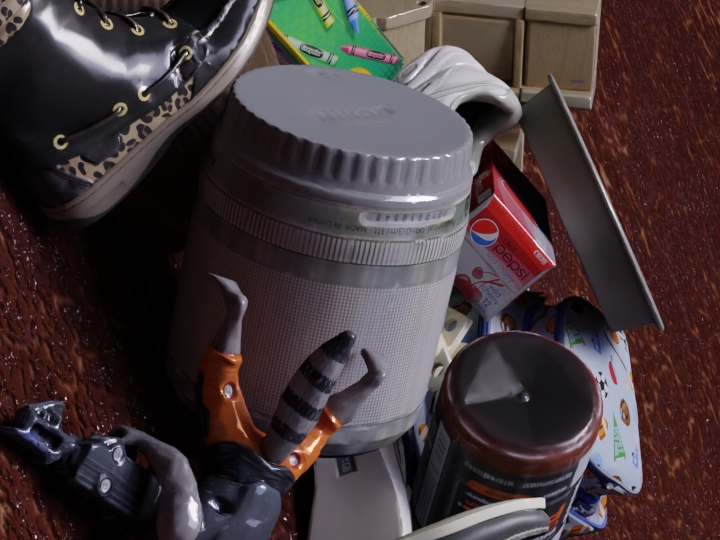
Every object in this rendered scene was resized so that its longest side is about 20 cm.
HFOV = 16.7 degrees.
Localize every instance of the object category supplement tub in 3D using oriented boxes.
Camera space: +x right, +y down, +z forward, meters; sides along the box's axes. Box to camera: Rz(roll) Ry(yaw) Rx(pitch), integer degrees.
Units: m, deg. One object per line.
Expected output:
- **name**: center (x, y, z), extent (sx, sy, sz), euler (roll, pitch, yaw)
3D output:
- **supplement tub**: center (0.090, 0.137, 1.611), extent (0.200, 0.107, 0.107), euler (102, -11, -50)

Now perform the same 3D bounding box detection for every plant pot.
- **plant pot**: center (-0.112, -0.121, 1.527), extent (0.201, 0.092, 0.201), euler (49, 28, -38)

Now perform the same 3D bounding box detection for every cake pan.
- **cake pan**: center (0.161, -0.042, 1.751), extent (0.200, 0.037, 0.201), euler (-24, 90, -85)

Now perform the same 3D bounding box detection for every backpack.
- **backpack**: center (0.112, 0.099, 1.785), extent (0.190, 0.154, 0.201), euler (26, 48, -48)

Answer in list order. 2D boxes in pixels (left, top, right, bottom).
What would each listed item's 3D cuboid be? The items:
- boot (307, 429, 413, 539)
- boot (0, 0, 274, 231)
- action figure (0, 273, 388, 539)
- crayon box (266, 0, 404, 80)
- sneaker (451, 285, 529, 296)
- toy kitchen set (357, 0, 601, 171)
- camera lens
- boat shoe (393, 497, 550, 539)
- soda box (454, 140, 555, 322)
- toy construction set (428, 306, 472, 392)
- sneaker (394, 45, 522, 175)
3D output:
- **boot**: center (0.010, 0.149, 1.589), extent (0.090, 0.073, 0.201), euler (43, 37, -55)
- **boot**: center (-0.149, -0.141, 1.386), extent (0.151, 0.200, 0.073), euler (48, -15, -31)
- **action figure**: center (-0.085, 0.104, 1.314), extent (0.200, 0.104, 0.194), euler (29, 82, -40)
- **crayon box**: center (-0.069, -0.187, 1.635), extent (0.058, 0.119, 0.200), euler (-56, 140, -9)
- **sneaker**: center (0.059, -0.003, 1.836), extent (0.200, 0.080, 0.071), euler (16, 58, -62)
- **toy kitchen set**: center (0.068, -0.107, 1.827), extent (0.181, 0.199, 0.164), euler (-71, 164, -58)
- **camera lens**: center (-0.025, -0.002, 1.444), extent (0.160, 0.159, 0.201), euler (-51, 156, -65)
- **boat shoe**: center (0.030, 0.192, 1.474), extent (0.068, 0.199, 0.072), euler (65, -20, 6)
- **soda box**: center (0.090, -0.033, 1.722), extent (0.070, 0.063, 0.200), euler (48, 12, -10)
- **toy construction set**: center (0.000, 0.000, 1.619), extent (0.200, 0.131, 0.092), euler (54, 37, -39)
- **sneaker**: center (0.028, -0.079, 1.696), extent (0.099, 0.200, 0.078), euler (28, -25, 50)
